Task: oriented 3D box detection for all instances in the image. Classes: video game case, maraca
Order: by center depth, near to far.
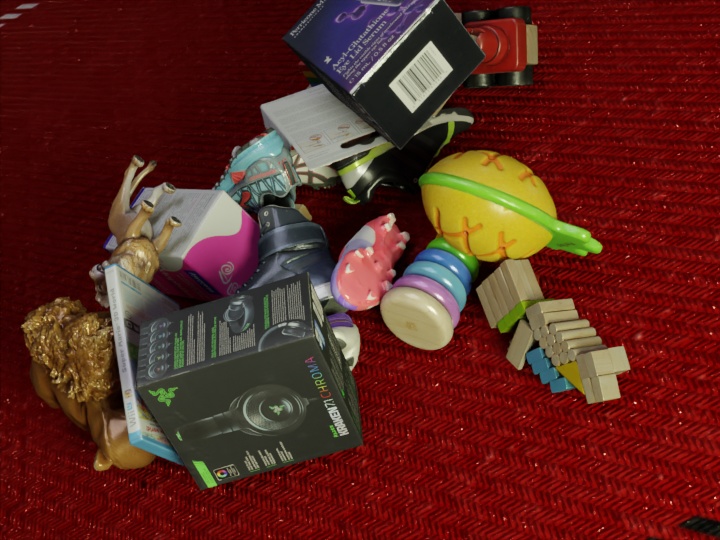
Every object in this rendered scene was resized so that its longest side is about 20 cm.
[{"bbox_3d":[0.152,-0.058,1.187,0.137,0.197,0.108,-177,109,-84],"label":"maraca"},{"bbox_3d":[-0.222,0.107,1.254,0.018,0.143,0.203,-21,64,13],"label":"video game case"}]

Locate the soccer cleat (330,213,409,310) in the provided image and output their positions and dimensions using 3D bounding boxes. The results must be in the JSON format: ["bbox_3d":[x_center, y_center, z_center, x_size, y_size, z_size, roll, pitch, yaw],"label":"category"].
[{"bbox_3d":[0.000,0.000,1.284,0.076,0.067,0.200,-36,11,28],"label":"soccer cleat"}]

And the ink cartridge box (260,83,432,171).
[{"bbox_3d":[-0.017,-0.172,1.401,0.160,0.051,0.200,-21,37,-12],"label":"ink cartridge box"}]

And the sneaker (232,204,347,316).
[{"bbox_3d":[-0.123,0.011,1.346,0.200,0.077,0.148,-20,64,-1],"label":"sneaker"}]

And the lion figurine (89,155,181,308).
[{"bbox_3d":[-0.270,-0.045,1.370,0.123,0.072,0.201,-54,23,20],"label":"lion figurine"}]

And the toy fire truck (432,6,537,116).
[{"bbox_3d":[0.102,-0.254,1.406,0.174,0.131,0.199,4,9,35],"label":"toy fire truck"}]

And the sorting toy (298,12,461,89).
[{"bbox_3d":[0.022,-0.303,1.594,0.197,0.070,0.201,13,58,41],"label":"sorting toy"}]

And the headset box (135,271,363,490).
[{"bbox_3d":[-0.117,0.117,1.178,0.197,0.175,0.094,-15,41,7],"label":"headset box"}]

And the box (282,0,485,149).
[{"bbox_3d":[0.023,-0.256,1.325,0.148,0.104,0.200,-47,39,1],"label":"box"}]

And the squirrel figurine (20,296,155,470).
[{"bbox_3d":[-0.297,0.131,1.296,0.140,0.201,0.187,-29,52,-9],"label":"squirrel figurine"}]

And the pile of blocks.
[{"bbox_3d":[0.195,0.067,1.139,0.061,0.083,0.200,-4,38,-34],"label":"pile of blocks"}]

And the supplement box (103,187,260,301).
[{"bbox_3d":[-0.216,-0.033,1.438,0.199,0.101,0.104,4,57,50],"label":"supplement box"}]

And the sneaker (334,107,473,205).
[{"bbox_3d":[0.058,-0.136,1.420,0.198,0.084,0.072,-24,4,-18],"label":"sneaker"}]

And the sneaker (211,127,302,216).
[{"bbox_3d":[-0.126,-0.088,1.411,0.079,0.096,0.200,-36,-5,-25],"label":"sneaker"}]

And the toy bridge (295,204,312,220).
[{"bbox_3d":[-0.136,-0.001,1.440,0.067,0.027,0.201,6,55,41],"label":"toy bridge"}]

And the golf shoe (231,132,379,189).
[{"bbox_3d":[-0.071,-0.149,1.492,0.198,0.089,0.078,-23,35,11],"label":"golf shoe"}]

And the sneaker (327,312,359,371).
[{"bbox_3d":[-0.092,0.103,1.291,0.197,0.082,0.084,-17,26,9],"label":"sneaker"}]

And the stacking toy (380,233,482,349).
[{"bbox_3d":[0.099,-0.013,1.261,0.084,0.086,0.201,4,48,36],"label":"stacking toy"}]
